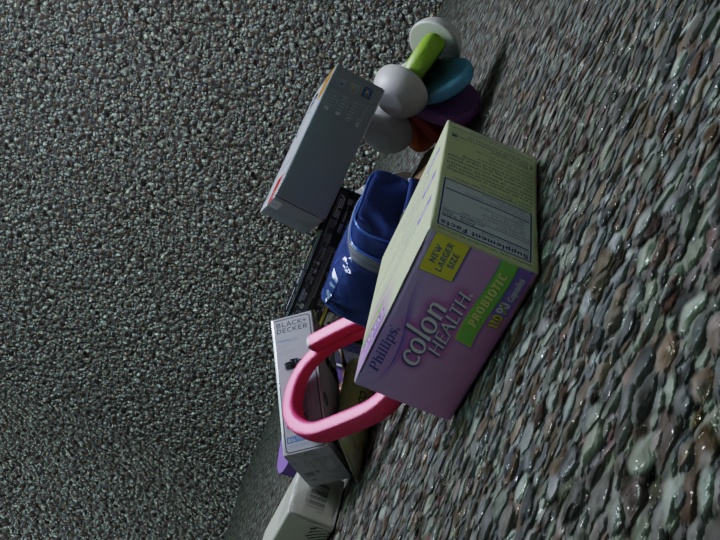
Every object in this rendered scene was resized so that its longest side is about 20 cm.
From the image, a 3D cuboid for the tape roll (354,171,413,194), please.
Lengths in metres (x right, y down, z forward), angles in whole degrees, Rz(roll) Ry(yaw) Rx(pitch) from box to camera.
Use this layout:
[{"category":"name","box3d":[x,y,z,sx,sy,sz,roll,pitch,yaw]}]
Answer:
[{"category":"tape roll","box3d":[0.018,-0.082,1.530,0.202,0.037,0.203,-30,-20,-12]}]

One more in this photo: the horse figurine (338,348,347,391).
[{"category":"horse figurine","box3d":[-0.037,0.188,1.410,0.200,0.049,0.134,108,152,-66]}]

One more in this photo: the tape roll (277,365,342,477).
[{"category":"tape roll","box3d":[-0.081,0.255,1.598,0.200,0.065,0.202,-162,90,-81]}]

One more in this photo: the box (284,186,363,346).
[{"category":"box","box3d":[0.000,0.000,1.337,0.049,0.160,0.202,-121,52,-78]}]

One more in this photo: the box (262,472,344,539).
[{"category":"box","box3d":[-0.088,0.362,1.308,0.201,0.068,0.083,116,173,-45]}]

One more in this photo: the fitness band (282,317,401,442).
[{"category":"fitness band","box3d":[-0.016,0.125,1.123,0.199,0.037,0.145,-28,45,30]}]

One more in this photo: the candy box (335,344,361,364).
[{"category":"candy box","box3d":[0.006,0.059,1.525,0.200,0.076,0.170,130,160,-72]}]

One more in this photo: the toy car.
[{"category":"toy car","box3d":[0.103,-0.255,1.386,0.176,0.149,0.200,-55,-7,-32]}]

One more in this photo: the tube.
[{"category":"tube","box3d":[-0.006,0.190,1.251,0.052,0.058,0.200,-58,8,26]}]

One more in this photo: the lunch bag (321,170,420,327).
[{"category":"lunch bag","box3d":[0.048,-0.030,1.092,0.200,0.135,0.133,-74,8,-60]}]

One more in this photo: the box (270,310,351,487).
[{"category":"box","box3d":[-0.066,0.169,1.249,0.117,0.060,0.201,64,-167,-53]}]

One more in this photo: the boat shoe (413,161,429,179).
[{"category":"boat shoe","box3d":[0.115,-0.117,1.173,0.068,0.072,0.200,-64,13,-8]}]

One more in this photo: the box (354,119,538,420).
[{"category":"box","box3d":[0.081,-0.005,0.853,0.201,0.096,0.177,-74,8,-55]}]

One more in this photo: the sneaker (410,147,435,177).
[{"category":"sneaker","box3d":[0.061,-0.097,1.404,0.067,0.090,0.202,15,-82,-50]}]

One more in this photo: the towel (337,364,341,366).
[{"category":"towel","box3d":[-0.024,0.154,1.773,0.200,0.030,0.151,-141,70,-83]}]

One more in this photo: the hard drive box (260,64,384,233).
[{"category":"hard drive box","box3d":[-0.056,-0.163,1.308,0.201,0.076,0.156,-66,11,-10]}]
